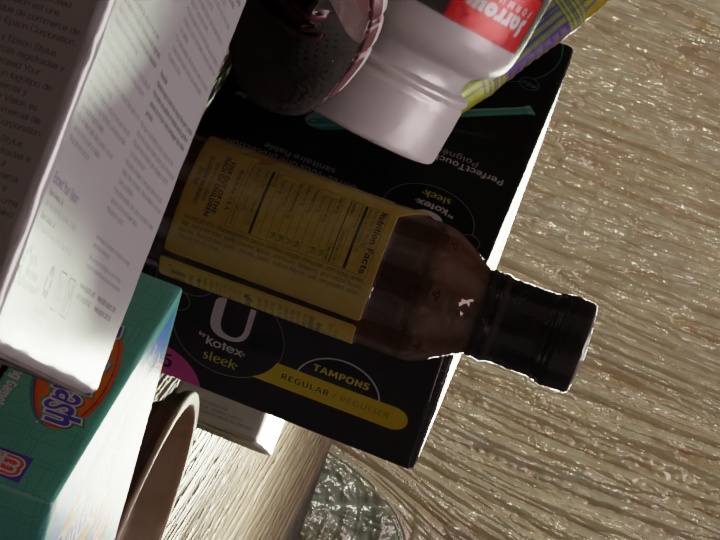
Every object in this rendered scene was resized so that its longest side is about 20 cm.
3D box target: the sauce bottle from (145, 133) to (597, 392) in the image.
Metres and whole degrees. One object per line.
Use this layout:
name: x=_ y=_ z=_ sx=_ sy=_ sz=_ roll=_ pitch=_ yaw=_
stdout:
sauce bottle: x=0.000 y=0.000 z=1.039 sx=0.065 sy=0.200 sz=0.065 roll=21 pitch=90 yaw=-89

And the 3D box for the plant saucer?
plant saucer: x=-0.132 y=0.152 z=1.278 sx=0.200 sy=0.029 sz=0.200 roll=21 pitch=90 yaw=-86

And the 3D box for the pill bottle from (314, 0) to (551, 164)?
pill bottle: x=0.039 y=-0.154 z=1.060 sx=0.200 sy=0.114 sz=0.114 roll=-60 pitch=177 yaw=8

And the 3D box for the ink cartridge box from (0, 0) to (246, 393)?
ink cartridge box: x=-0.079 y=-0.066 z=0.763 sx=0.196 sy=0.043 sz=0.200 roll=70 pitch=39 yaw=-82

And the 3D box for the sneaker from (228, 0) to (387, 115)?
sneaker: x=-0.036 y=-0.130 z=0.938 sx=0.116 sy=0.076 sz=0.200 roll=-45 pitch=156 yaw=-49

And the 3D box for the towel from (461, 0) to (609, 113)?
towel: x=0.057 y=-0.169 z=1.199 sx=0.023 sy=0.144 sz=0.200 roll=-24 pitch=-167 yaw=43

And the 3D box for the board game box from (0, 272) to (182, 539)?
board game box: x=-0.132 y=0.115 z=0.956 sx=0.152 sy=0.045 sz=0.200 roll=-63 pitch=172 yaw=-56

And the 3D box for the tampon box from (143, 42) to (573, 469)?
tampon box: x=-0.003 y=-0.033 z=1.190 sx=0.200 sy=0.150 sz=0.126 roll=-64 pitch=174 yaw=-49

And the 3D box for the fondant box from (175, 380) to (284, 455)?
fondant box: x=-0.047 y=0.006 z=1.479 sx=0.144 sy=0.058 sz=0.200 roll=82 pitch=30 yaw=-82
